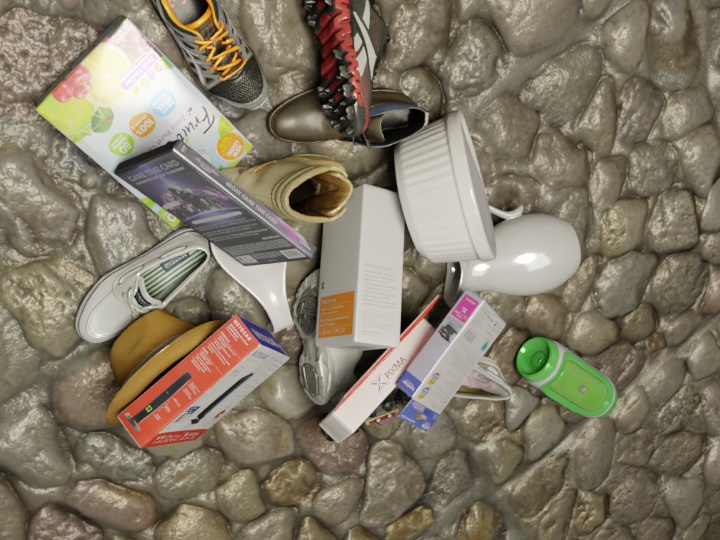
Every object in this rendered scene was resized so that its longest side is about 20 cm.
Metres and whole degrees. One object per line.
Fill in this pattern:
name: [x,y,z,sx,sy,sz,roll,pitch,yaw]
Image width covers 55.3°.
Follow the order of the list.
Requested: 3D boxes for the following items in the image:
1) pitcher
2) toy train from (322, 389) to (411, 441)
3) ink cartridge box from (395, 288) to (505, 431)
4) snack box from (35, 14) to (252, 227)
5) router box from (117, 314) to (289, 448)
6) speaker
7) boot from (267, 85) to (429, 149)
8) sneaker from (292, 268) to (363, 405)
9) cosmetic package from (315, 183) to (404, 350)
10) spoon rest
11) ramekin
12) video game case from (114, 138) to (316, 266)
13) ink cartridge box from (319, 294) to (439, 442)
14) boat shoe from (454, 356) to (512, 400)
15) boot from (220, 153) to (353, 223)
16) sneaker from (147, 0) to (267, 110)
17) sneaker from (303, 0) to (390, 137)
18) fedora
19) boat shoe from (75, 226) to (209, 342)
pitcher: [0.216,-0.042,1.028,0.199,0.121,0.172,-12,99,-7]
toy train: [0.033,0.223,1.090,0.199,0.034,0.046,-19,120,-16]
ink cartridge box: [0.122,0.131,0.980,0.200,0.042,0.119,-55,147,-3]
snack box: [-0.246,-0.169,0.799,0.142,0.053,0.200,-45,122,0]
router box: [-0.189,0.144,0.877,0.179,0.200,0.049,-41,79,-4]
speaker: [0.360,0.188,1.191,0.200,0.088,0.089,31,95,-30]
boot: [-0.012,-0.194,0.867,0.199,0.097,0.075,-13,115,-19]
sneaker: [-0.039,0.088,0.991,0.099,0.078,0.201,-15,116,-37]
cosmetic package: [0.000,0.000,0.897,0.071,0.101,0.201,11,75,-32]
spoon rest: [-0.131,0.001,0.914,0.099,0.061,0.201,-25,119,-13]
ramekin: [0.112,-0.102,0.908,0.094,0.203,0.203,-13,119,16]
video game case: [-0.163,-0.067,0.775,0.200,0.143,0.019,40,62,-33]
ink cartridge box: [0.038,0.141,0.955,0.045,0.176,0.200,43,64,6]
boat shoe: [0.161,0.171,1.089,0.201,0.065,0.075,16,114,-40]
boot: [-0.057,-0.101,0.828,0.199,0.155,0.073,-12,106,-44]
sneaker: [-0.174,-0.263,0.781,0.078,0.077,0.200,-43,122,-5]
sneaker: [-0.005,-0.257,0.829,0.098,0.071,0.201,-2,78,-34]
fedora: [-0.254,0.108,0.863,0.200,0.201,0.082,-40,79,-5]
boat shoe: [-0.273,0.021,0.855,0.200,0.067,0.074,-44,120,-2]
